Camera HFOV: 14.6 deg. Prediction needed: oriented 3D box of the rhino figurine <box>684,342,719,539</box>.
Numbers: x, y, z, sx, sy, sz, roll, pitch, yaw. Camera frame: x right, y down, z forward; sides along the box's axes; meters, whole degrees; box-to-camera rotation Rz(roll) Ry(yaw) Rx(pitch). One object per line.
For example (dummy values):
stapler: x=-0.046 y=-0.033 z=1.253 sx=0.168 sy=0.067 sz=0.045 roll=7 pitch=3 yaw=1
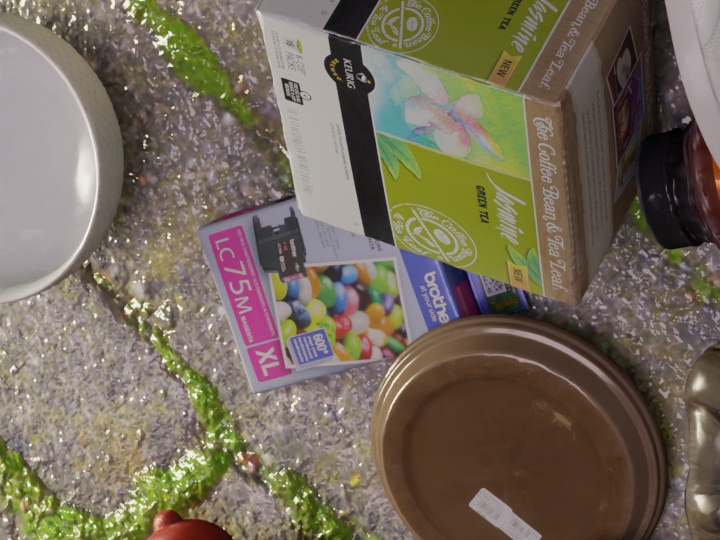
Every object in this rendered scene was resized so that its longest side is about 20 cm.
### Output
rhino figurine: x=0.237 y=0.137 z=1.744 sx=0.087 sy=0.060 sz=0.200 roll=16 pitch=111 yaw=41

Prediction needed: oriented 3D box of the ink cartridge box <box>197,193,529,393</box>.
ink cartridge box: x=0.000 y=0.000 z=1.835 sx=0.200 sy=0.042 sz=0.120 roll=-16 pitch=96 yaw=26

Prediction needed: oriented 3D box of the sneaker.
sneaker: x=0.233 y=-0.146 z=1.555 sx=0.115 sy=0.074 sz=0.200 roll=-10 pitch=107 yaw=23

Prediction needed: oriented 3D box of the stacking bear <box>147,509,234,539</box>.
stacking bear: x=-0.062 y=0.230 z=1.887 sx=0.200 sy=0.114 sz=0.122 roll=24 pitch=112 yaw=23

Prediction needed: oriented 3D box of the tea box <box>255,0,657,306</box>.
tea box: x=0.063 y=-0.111 z=1.673 sx=0.196 sy=0.134 sz=0.200 roll=18 pitch=149 yaw=20

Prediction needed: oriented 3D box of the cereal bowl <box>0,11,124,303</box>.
cereal bowl: x=-0.243 y=-0.082 z=1.901 sx=0.200 sy=0.083 sz=0.201 roll=6 pitch=106 yaw=23

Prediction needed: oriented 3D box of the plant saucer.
plant saucer: x=0.097 y=0.123 z=1.804 sx=0.200 sy=0.029 sz=0.200 roll=9 pitch=118 yaw=17

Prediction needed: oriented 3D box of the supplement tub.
supplement tub: x=0.266 y=-0.063 z=1.656 sx=0.200 sy=0.107 sz=0.107 roll=-11 pitch=98 yaw=28
